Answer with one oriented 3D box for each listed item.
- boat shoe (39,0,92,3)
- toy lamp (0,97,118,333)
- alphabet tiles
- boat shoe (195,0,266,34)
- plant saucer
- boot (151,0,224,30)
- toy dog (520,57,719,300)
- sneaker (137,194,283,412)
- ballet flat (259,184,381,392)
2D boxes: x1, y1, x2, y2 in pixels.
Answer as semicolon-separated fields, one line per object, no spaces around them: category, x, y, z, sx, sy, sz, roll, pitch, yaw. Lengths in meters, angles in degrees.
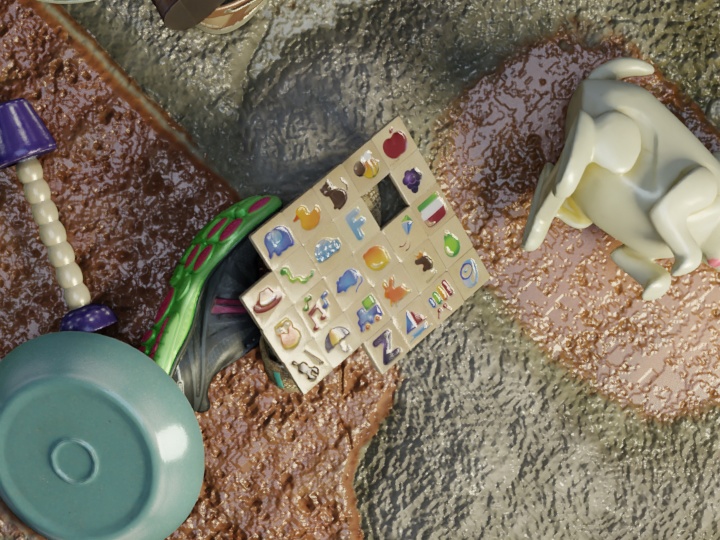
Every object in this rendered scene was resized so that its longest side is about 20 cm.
boat shoe;-0.281;-0.267;1.292;0.199;0.066;0.075;15;91;-3
toy lamp;-0.257;-0.043;1.307;0.058;0.058;0.200;-20;95;-2
alphabet tiles;0.000;0.000;1.282;0.200;0.008;0.167;-40;114;-22
boat shoe;-0.067;-0.275;1.298;0.076;0.072;0.200;39;90;-3
plant saucer;-0.227;0.148;1.287;0.200;0.036;0.200;4;109;13
boot;-0.128;-0.318;1.257;0.186;0.064;0.200;-34;64;14
toy dog;0.253;-0.066;1.303;0.200;0.140;0.194;21;54;-1
sneaker;-0.115;0.028;1.316;0.084;0.077;0.200;29;91;-25
ballet flat;-0.032;0.002;1.297;0.070;0.065;0.200;13;81;14
